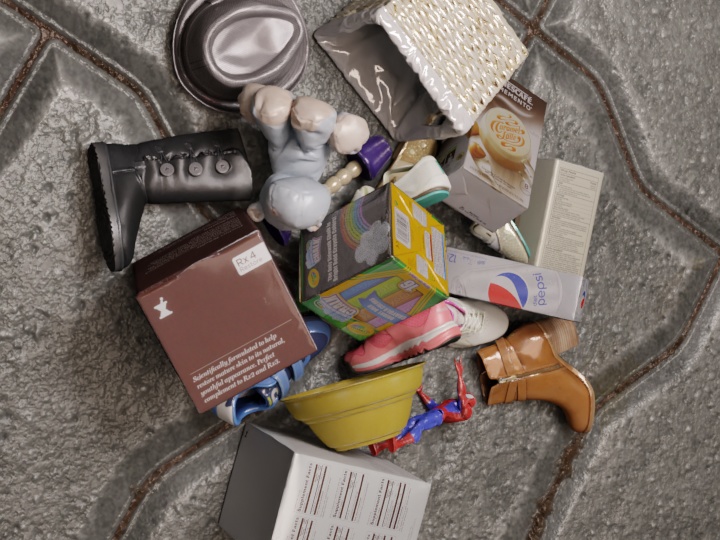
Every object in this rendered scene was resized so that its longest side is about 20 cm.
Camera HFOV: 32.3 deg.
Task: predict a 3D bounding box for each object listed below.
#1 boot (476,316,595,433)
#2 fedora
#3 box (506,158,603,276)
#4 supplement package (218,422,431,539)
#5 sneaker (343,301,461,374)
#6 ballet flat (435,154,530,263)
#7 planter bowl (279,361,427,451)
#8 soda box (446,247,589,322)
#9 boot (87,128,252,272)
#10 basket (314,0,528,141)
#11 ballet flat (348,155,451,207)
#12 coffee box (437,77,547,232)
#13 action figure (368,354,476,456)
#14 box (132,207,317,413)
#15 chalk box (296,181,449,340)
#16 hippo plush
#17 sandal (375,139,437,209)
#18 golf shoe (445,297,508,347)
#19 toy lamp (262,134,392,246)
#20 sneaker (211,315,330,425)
[{"bbox_3d":[0.257,0.173,1.827,0.154,0.077,0.202,-22,116,-13],"label":"boot"},{"bbox_3d":[-0.140,-0.292,1.591,0.198,0.090,0.179,-20,103,-22],"label":"fedora"},{"bbox_3d":[0.279,-0.056,1.810,0.094,0.078,0.202,13,88,-28],"label":"box"},{"bbox_3d":[-0.050,0.306,1.628,0.198,0.191,0.149,16,88,-24],"label":"supplement package"},{"bbox_3d":[0.050,0.079,1.671,0.073,0.199,0.088,-14,83,-49],"label":"sneaker"},{"bbox_3d":[0.167,-0.086,1.763,0.062,0.067,0.201,-30,90,-8],"label":"ballet flat"},{"bbox_3d":[0.000,0.183,1.611,0.198,0.200,0.084,-13,87,-23],"label":"planter bowl"},{"bbox_3d":[0.213,0.020,1.730,0.198,0.068,0.064,13,90,18],"label":"soda box"},{"bbox_3d":[-0.232,-0.090,1.571,0.198,0.066,0.167,-7,84,-27],"label":"boot"},{"bbox_3d":[0.083,-0.294,1.638,0.161,0.198,0.200,-45,110,-17],"label":"basket"},{"bbox_3d":[0.033,-0.093,1.657,0.069,0.199,0.070,35,41,-38],"label":"ballet flat"},{"bbox_3d":[0.177,-0.170,1.702,0.114,0.080,0.201,30,51,-20],"label":"coffee box"},{"bbox_3d":[0.090,0.184,1.742,0.199,0.065,0.100,-13,88,-44],"label":"action figure"},{"bbox_3d":[-0.172,0.042,1.529,0.165,0.200,0.165,-27,105,-5],"label":"box"},{"bbox_3d":[0.000,0.000,1.614,0.123,0.199,0.126,34,43,-39],"label":"chalk box"},{"bbox_3d":[-0.096,-0.135,1.558,0.158,0.200,0.162,18,91,-20],"label":"hippo plush"},{"bbox_3d":[0.059,-0.096,1.712,0.077,0.069,0.214,24,84,-24],"label":"sandal"},{"bbox_3d":[0.132,0.072,1.749,0.198,0.091,0.076,5,91,-26],"label":"golf shoe"},{"bbox_3d":[-0.042,-0.113,1.672,0.199,0.058,0.059,-37,108,-18],"label":"toy lamp"},{"bbox_3d":[-0.115,0.135,1.634,0.199,0.082,0.074,-33,137,-15],"label":"sneaker"}]
